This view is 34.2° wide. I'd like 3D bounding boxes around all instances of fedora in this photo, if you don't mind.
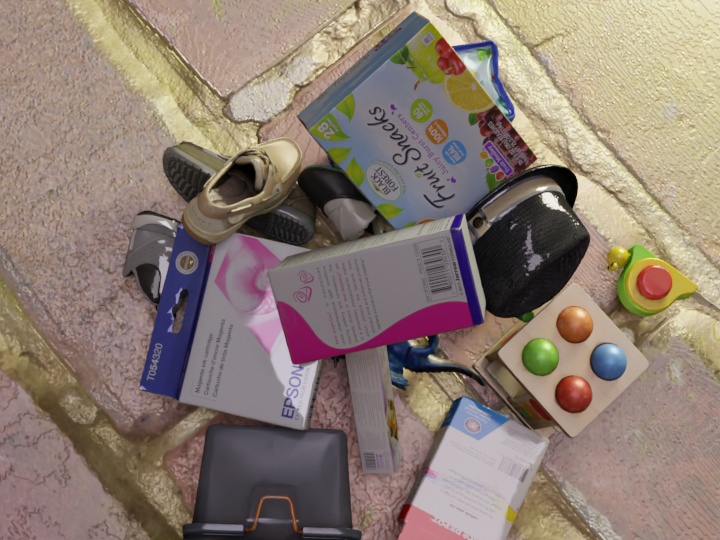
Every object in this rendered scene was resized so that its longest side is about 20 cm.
[{"bbox_3d":[0.179,-0.016,1.275,0.200,0.201,0.092,-32,59,-11],"label":"fedora"}]

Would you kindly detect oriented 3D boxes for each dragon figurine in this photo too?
[{"bbox_3d":[0.044,0.105,1.368,0.200,0.059,0.100,36,80,6],"label":"dragon figurine"}]

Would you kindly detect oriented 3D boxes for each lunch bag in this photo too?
[{"bbox_3d":[0.063,-0.172,1.364,0.199,0.170,0.128,-11,78,-8],"label":"lunch bag"}]

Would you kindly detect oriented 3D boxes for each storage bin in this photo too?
[{"bbox_3d":[-0.098,0.244,1.297,0.199,0.146,0.135,3,70,-6],"label":"storage bin"}]

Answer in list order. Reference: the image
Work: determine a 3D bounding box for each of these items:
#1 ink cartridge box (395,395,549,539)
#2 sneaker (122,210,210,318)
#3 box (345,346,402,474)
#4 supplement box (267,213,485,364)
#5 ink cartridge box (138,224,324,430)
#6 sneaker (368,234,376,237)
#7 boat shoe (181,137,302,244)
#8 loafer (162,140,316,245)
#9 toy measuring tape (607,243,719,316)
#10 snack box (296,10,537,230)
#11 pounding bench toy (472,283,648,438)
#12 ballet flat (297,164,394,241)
[{"bbox_3d":[0.121,0.260,1.345,0.116,0.067,0.200,28,78,0],"label":"ink cartridge box"},{"bbox_3d":[-0.184,0.012,1.362,0.199,0.075,0.116,17,83,7],"label":"sneaker"},{"bbox_3d":[0.013,0.134,1.321,0.041,0.039,0.201,-3,110,19],"label":"box"},{"bbox_3d":[0.020,0.018,1.195,0.199,0.103,0.101,-13,99,10],"label":"supplement box"},{"bbox_3d":[-0.133,0.060,1.294,0.199,0.043,0.197,12,84,4],"label":"ink cartridge box"},{"bbox_3d":[0.000,0.000,1.345,0.199,0.078,0.086,-10,123,6],"label":"sneaker"},{"bbox_3d":[-0.120,-0.102,1.303,0.072,0.065,0.200,42,44,4],"label":"boat shoe"},{"bbox_3d":[-0.139,-0.099,1.388,0.200,0.075,0.070,28,53,-7],"label":"loafer"},{"bbox_3d":[0.377,0.043,1.412,0.200,0.074,0.074,37,78,2],"label":"toy measuring tape"},{"bbox_3d":[0.061,-0.140,1.233,0.169,0.068,0.200,-40,116,4],"label":"snack box"},{"bbox_3d":[0.203,0.080,1.341,0.124,0.156,0.200,-41,86,-11],"label":"pounding bench toy"},{"bbox_3d":[0.018,-0.061,1.367,0.200,0.068,0.069,20,54,-18],"label":"ballet flat"}]
